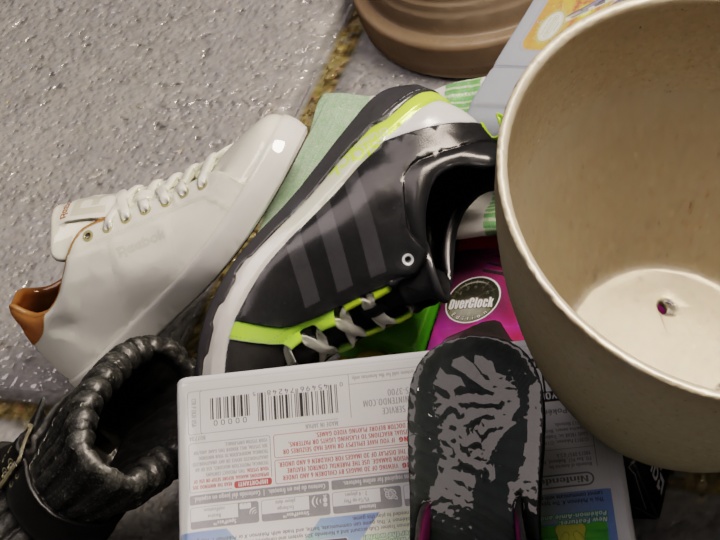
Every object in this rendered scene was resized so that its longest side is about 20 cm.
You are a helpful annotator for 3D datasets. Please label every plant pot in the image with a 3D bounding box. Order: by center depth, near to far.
[{"bbox_3d":[0.077,-0.217,1.213,0.199,0.093,0.202,-15,45,15],"label":"plant pot"}]

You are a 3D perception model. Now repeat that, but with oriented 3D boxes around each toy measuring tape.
[{"bbox_3d":[0.024,-0.010,1.066,0.073,0.074,0.201,-1,45,26],"label":"toy measuring tape"}]

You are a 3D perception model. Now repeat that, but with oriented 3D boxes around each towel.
[{"bbox_3d":[0.055,-0.063,1.056,0.198,0.024,0.153,-5,33,20],"label":"towel"}]

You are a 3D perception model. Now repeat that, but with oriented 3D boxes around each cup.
[{"bbox_3d":[0.144,0.005,0.852,0.198,0.144,0.202,3,57,-5],"label":"cup"}]

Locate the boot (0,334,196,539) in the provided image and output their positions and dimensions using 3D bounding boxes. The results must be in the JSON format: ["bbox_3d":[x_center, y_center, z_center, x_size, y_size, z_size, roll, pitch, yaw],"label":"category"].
[{"bbox_3d":[-0.153,0.137,0.962,0.157,0.079,0.212,-31,35,38],"label":"boot"}]

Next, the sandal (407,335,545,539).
[{"bbox_3d":[0.046,0.123,0.821,0.075,0.048,0.202,-9,72,10],"label":"sandal"}]

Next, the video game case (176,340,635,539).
[{"bbox_3d":[0.020,0.119,0.884,0.198,0.022,0.184,-6,57,2],"label":"video game case"}]

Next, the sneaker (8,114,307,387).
[{"bbox_3d":[-0.114,-0.022,1.072,0.200,0.085,0.073,-45,12,20],"label":"sneaker"}]

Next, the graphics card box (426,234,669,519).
[{"bbox_3d":[0.101,0.027,1.001,0.124,0.051,0.201,-1,51,26],"label":"graphics card box"}]

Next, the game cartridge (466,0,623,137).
[{"bbox_3d":[0.145,-0.133,0.993,0.133,0.042,0.201,4,57,51],"label":"game cartridge"}]

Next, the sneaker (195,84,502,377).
[{"bbox_3d":[0.000,0.000,0.961,0.083,0.072,0.201,32,85,29],"label":"sneaker"}]
